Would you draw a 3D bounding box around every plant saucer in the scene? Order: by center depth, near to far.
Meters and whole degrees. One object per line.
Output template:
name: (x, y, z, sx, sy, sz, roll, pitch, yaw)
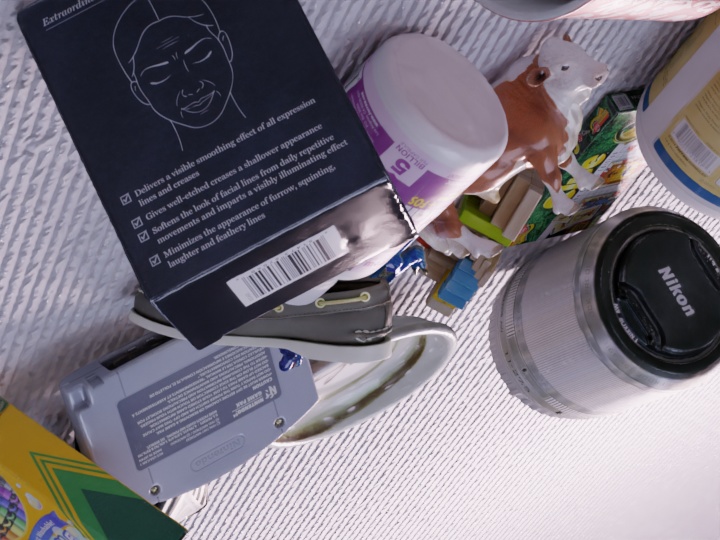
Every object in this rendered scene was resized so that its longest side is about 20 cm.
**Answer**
plant saucer: (-0.013, 0.086, 1.970, 0.200, 0.050, 0.200, -25, 160, -10)

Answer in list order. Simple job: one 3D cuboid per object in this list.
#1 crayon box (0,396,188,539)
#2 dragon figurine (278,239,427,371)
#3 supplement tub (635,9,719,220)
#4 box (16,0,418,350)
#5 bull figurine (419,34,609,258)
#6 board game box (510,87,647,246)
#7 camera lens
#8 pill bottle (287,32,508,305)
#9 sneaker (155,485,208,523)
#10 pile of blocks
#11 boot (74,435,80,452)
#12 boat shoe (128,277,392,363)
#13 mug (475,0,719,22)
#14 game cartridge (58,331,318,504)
crayon box: (-0.241, 0.184, 1.721, 0.052, 0.200, 0.126, -53, 177, -37)
dragon figurine: (0.000, 0.000, 1.715, 0.200, 0.059, 0.099, -46, 167, 23)
supplement tub: (0.315, -0.144, 1.698, 0.145, 0.145, 0.200, -12, 155, -34)
box: (-0.081, -0.083, 1.278, 0.148, 0.200, 0.107, -27, 160, 2)
bull figurine: (0.107, -0.087, 1.648, 0.200, 0.121, 0.065, -27, -166, 20)
board game box: (0.198, -0.088, 1.863, 0.105, 0.023, 0.200, -10, 153, -33)
camera lens: (0.221, 0.041, 1.946, 0.160, 0.160, 0.200, -16, 173, -28)
pill bottle: (0.000, -0.063, 1.549, 0.112, 0.112, 0.200, -3, 148, -48)
sneaker: (-0.193, 0.246, 2.026, 0.201, 0.076, 0.115, -61, 155, 10)
pile of blocks: (0.080, -0.025, 1.796, 0.200, 0.062, 0.082, -57, -173, 49)
boot: (-0.217, 0.223, 1.856, 0.076, 0.200, 0.168, -1, 157, -6)
boat shoe: (-0.073, 0.025, 1.658, 0.201, 0.060, 0.072, 7, -166, 13)
mug: (0.139, -0.221, 1.383, 0.200, 0.177, 0.134, -3, 113, -55)
game cartridge: (-0.131, 0.102, 1.756, 0.200, 0.042, 0.133, -27, 125, -23)
